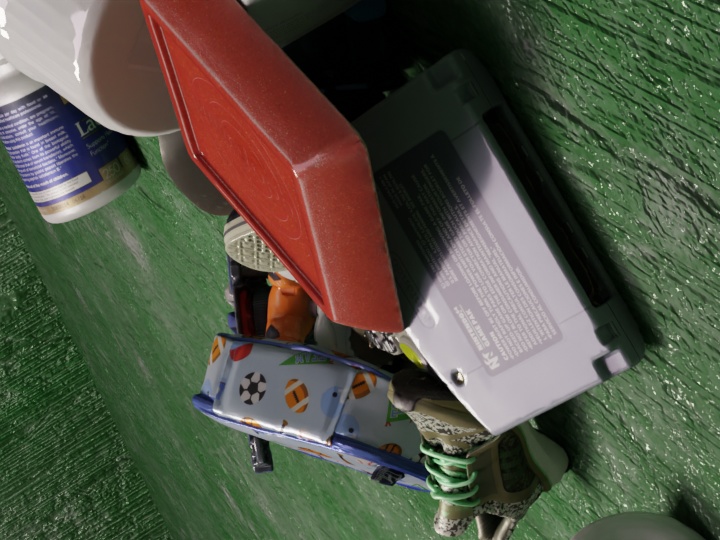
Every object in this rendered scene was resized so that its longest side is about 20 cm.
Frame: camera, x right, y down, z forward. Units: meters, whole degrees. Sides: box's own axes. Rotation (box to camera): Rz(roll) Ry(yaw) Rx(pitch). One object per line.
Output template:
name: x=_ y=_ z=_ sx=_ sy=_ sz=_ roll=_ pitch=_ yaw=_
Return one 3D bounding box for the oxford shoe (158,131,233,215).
oxford shoe: x=-0.139 y=-0.137 z=1.898 sx=0.071 sy=0.071 sz=0.201 roll=-88 pitch=-22 yaw=-59

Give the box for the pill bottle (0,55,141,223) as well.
pill bottle: x=-0.315 y=-0.160 z=2.341 sx=0.201 sy=0.115 sz=0.116 roll=63 pitch=166 yaw=-17

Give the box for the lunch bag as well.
lunch bag: x=-0.010 y=0.107 z=1.679 sx=0.199 sy=0.076 sz=0.160 roll=16 pitch=172 yaw=35

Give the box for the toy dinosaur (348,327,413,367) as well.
toy dinosaur: x=0.000 y=0.000 z=1.618 sx=0.201 sy=0.077 sz=0.102 roll=61 pitch=160 yaw=-19

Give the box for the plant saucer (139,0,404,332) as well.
plant saucer: x=-0.056 y=-0.070 z=1.308 sx=0.200 sy=0.037 sz=0.200 roll=48 pitch=166 yaw=29

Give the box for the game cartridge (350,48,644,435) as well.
game cartridge: x=0.064 y=-0.012 z=1.312 sx=0.133 sy=0.041 sz=0.201 roll=-31 pitch=89 yaw=49

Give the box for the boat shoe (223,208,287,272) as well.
boat shoe: x=-0.006 y=-0.052 z=1.428 sx=0.199 sy=0.063 sz=0.074 roll=-17 pitch=141 yaw=42

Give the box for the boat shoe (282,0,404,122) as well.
boat shoe: x=-0.023 y=-0.114 z=1.433 sx=0.200 sy=0.084 sz=0.069 roll=141 pitch=109 yaw=-79

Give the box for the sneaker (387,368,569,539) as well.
sneaker: x=0.071 y=0.128 z=1.479 sx=0.076 sy=0.089 sz=0.200 roll=15 pitch=167 yaw=35

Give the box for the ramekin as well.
ramekin: x=-0.131 y=-0.183 z=1.460 sx=0.098 sy=0.200 sz=0.201 roll=41 pitch=159 yaw=32

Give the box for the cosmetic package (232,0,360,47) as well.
cosmetic package: x=-0.037 y=-0.200 z=1.248 sx=0.081 sy=0.112 sz=0.200 roll=56 pitch=165 yaw=13

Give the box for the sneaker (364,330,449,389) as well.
sneaker: x=0.049 y=0.016 z=1.460 sx=0.200 sy=0.079 sz=0.078 roll=38 pitch=145 yaw=49

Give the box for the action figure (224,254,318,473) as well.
action figure: x=-0.053 y=0.063 z=1.900 sx=0.193 sy=0.104 sz=0.202 roll=148 pitch=116 yaw=-82

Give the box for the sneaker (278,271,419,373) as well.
sneaker: x=-0.007 y=0.009 z=1.712 sx=0.087 sy=0.074 sz=0.201 roll=22 pitch=148 yaw=50

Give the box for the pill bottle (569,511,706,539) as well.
pill bottle: x=0.164 y=0.234 z=1.429 sx=0.117 sy=0.116 sz=0.200 roll=54 pitch=166 yaw=21
